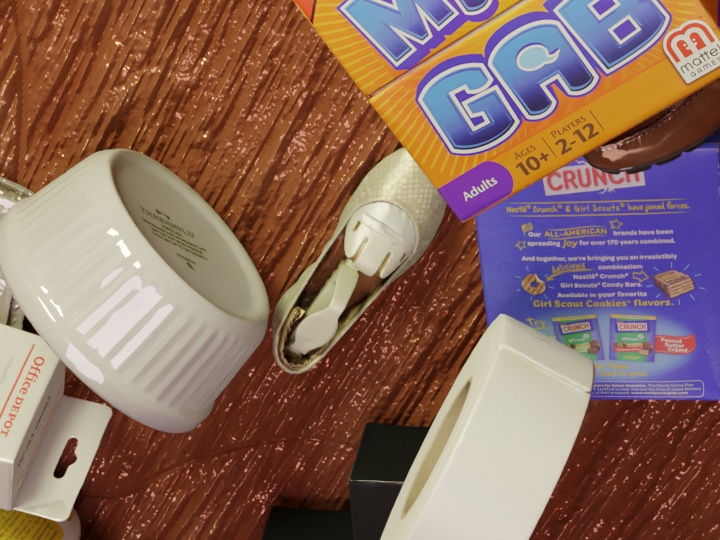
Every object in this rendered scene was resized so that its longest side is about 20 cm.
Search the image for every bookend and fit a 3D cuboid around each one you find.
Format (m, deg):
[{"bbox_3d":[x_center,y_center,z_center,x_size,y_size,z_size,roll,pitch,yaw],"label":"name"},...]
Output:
[{"bbox_3d":[0.004,0.201,1.594,0.198,0.092,0.201,1,120,12],"label":"bookend"}]

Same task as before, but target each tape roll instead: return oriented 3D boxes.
[{"bbox_3d":[0.080,0.132,1.388,0.070,0.203,0.203,27,123,-1],"label":"tape roll"}]

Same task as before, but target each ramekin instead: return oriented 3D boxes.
[{"bbox_3d":[-0.149,0.006,1.445,0.094,0.203,0.202,-41,108,16],"label":"ramekin"}]

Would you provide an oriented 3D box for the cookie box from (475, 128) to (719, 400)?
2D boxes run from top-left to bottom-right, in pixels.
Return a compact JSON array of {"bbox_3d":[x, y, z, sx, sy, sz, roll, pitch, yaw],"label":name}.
[{"bbox_3d":[0.170,-0.013,1.439,0.169,0.075,0.202,0,122,12],"label":"cookie box"}]

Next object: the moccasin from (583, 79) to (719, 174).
[{"bbox_3d":[0.219,-0.136,1.321,0.201,0.074,0.078,-35,120,6],"label":"moccasin"}]

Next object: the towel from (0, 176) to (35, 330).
[{"bbox_3d":[-0.328,-0.029,1.547,0.198,0.035,0.133,23,122,-4],"label":"towel"}]

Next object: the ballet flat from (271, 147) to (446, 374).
[{"bbox_3d":[0.000,0.000,1.487,0.067,0.063,0.201,30,122,-9],"label":"ballet flat"}]

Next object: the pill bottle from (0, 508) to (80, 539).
[{"bbox_3d":[-0.292,0.196,1.632,0.112,0.113,0.200,-31,111,26],"label":"pill bottle"}]

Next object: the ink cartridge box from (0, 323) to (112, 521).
[{"bbox_3d":[-0.289,0.097,1.535,0.198,0.117,0.068,17,141,2],"label":"ink cartridge box"}]

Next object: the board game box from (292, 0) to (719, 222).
[{"bbox_3d":[0.096,-0.195,1.266,0.199,0.201,0.200,-30,112,25],"label":"board game box"}]
